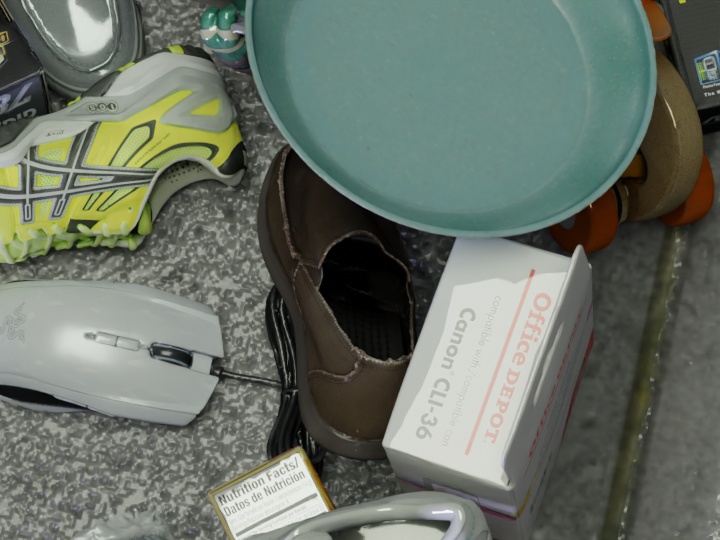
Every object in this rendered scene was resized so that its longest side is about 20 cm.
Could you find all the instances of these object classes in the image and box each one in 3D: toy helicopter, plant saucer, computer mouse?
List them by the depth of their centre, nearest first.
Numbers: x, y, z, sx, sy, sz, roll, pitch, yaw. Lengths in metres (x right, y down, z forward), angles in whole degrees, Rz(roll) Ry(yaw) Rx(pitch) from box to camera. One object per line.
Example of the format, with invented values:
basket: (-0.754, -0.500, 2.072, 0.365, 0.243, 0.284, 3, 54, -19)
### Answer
plant saucer: (0.040, -0.099, 1.401, 0.200, 0.036, 0.200, 6, 65, -13)
toy helicopter: (0.112, -0.114, 1.512, 0.079, 0.132, 0.200, -16, 53, -27)
computer mouse: (-0.110, 0.045, 1.522, 0.200, 0.044, 0.110, 7, 76, 7)

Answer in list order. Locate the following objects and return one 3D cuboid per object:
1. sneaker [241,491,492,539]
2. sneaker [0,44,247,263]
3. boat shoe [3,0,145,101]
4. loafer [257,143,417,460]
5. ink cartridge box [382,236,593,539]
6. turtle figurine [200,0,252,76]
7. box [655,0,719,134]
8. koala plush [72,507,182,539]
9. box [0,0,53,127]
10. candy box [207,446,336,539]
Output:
sneaker: (-0.038, 0.145, 1.345, 0.200, 0.088, 0.075, -24, 75, -1)
sneaker: (-0.151, -0.040, 1.535, 0.200, 0.075, 0.076, -31, 74, -2)
boat shoe: (-0.175, -0.182, 1.576, 0.070, 0.072, 0.201, -24, 74, -2)
loafer: (0.000, 0.000, 1.482, 0.073, 0.071, 0.200, 3, 47, -21)
ink cartridge box: (0.063, 0.054, 1.423, 0.067, 0.200, 0.117, 18, 77, 9)
turtle figurine: (-0.023, -0.129, 1.533, 0.150, 0.101, 0.200, -16, 55, -28)
box: (0.249, -0.170, 1.550, 0.200, 0.044, 0.160, -12, 74, 1)
koala plush: (-0.169, 0.208, 1.428, 0.200, 0.184, 0.177, -7, 74, -9)
box: (-0.292, -0.123, 1.550, 0.200, 0.050, 0.199, -27, 64, -13)
candy box: (-0.002, 0.193, 1.435, 0.055, 0.115, 0.200, -28, 74, -4)
